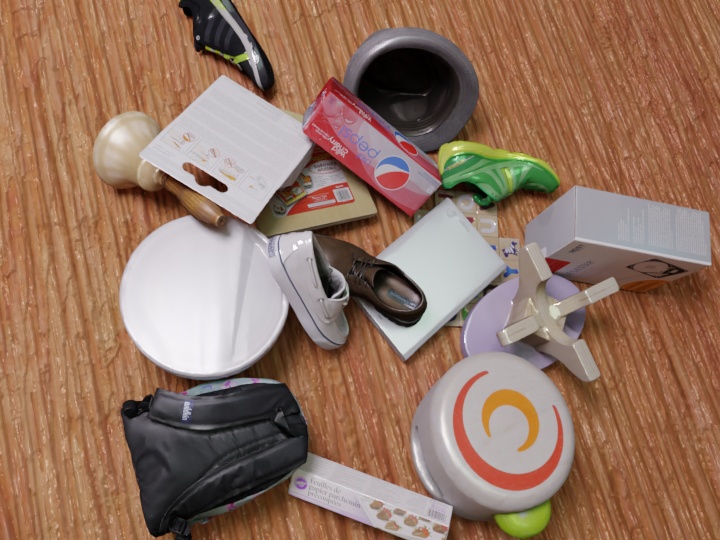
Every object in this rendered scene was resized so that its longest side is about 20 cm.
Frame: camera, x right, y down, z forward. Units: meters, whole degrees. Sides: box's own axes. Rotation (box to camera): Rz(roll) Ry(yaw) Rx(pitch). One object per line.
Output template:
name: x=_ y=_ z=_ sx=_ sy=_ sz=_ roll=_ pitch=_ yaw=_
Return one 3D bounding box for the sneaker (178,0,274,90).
sneaker: x=-0.199 y=-0.333 z=0.918 sx=0.082 sy=0.072 sz=0.203 roll=-33 pitch=81 yaw=7

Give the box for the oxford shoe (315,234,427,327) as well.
oxford shoe: x=0.000 y=0.000 z=0.812 sx=0.196 sy=0.085 sz=0.074 roll=24 pitch=75 yaw=3

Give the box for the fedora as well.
fedora: x=0.064 y=-0.272 z=0.903 sx=0.195 sy=0.178 sz=0.092 roll=12 pitch=41 yaw=-24

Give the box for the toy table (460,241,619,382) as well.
toy table: x=0.241 y=0.066 z=0.842 sx=0.198 sy=0.117 sz=0.186 roll=-34 pitch=85 yaw=-18

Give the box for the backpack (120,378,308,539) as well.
backpack: x=-0.159 y=0.195 z=0.728 sx=0.195 sy=0.126 sz=0.171 roll=-16 pitch=92 yaw=-15

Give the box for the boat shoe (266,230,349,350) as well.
boat shoe: x=-0.045 y=0.030 z=0.765 sx=0.064 sy=0.201 sz=0.075 roll=-14 pitch=52 yaw=14

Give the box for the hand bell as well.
hand bell: x=-0.230 y=-0.108 z=0.773 sx=0.198 sy=0.105 sz=0.104 roll=33 pitch=69 yaw=29

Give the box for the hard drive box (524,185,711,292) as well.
hard drive box: x=0.350 y=-0.038 z=0.879 sx=0.194 sy=0.156 sz=0.079 roll=10 pitch=73 yaw=-7

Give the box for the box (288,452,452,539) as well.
box: x=0.012 y=0.274 z=0.750 sx=0.195 sy=0.041 sz=0.040 roll=17 pitch=108 yaw=11

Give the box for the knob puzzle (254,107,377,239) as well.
knob puzzle: x=-0.092 y=-0.142 z=0.887 sx=0.214 sy=0.031 sz=0.225 roll=8 pitch=60 yaw=-14

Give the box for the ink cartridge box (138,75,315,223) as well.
ink cartridge box: x=-0.161 y=-0.148 z=0.807 sx=0.160 sy=0.050 sz=0.202 roll=30 pitch=51 yaw=-1

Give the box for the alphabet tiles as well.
alphabet tiles: x=0.156 y=-0.019 z=0.914 sx=0.162 sy=0.008 sz=0.206 roll=4 pitch=74 yaw=-10

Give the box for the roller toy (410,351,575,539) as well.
roller toy: x=0.158 y=0.205 z=0.780 sx=0.179 sy=0.140 sz=0.203 roll=27 pitch=62 yaw=3

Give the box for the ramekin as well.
ramekin: x=-0.186 y=0.041 z=0.777 sx=0.196 sy=0.095 sz=0.208 roll=3 pitch=68 yaw=-7

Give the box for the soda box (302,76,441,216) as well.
soda box: x=0.017 y=-0.166 z=0.854 sx=0.198 sy=0.070 sz=0.064 roll=34 pitch=28 yaw=-21

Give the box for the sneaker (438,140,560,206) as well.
sneaker: x=0.200 y=-0.136 z=0.928 sx=0.195 sy=0.074 sz=0.086 roll=8 pitch=96 yaw=-16

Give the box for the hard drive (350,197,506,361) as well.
hard drive: x=0.091 y=0.009 z=0.876 sx=0.199 sy=0.026 sz=0.132 roll=-39 pitch=82 yaw=-15
